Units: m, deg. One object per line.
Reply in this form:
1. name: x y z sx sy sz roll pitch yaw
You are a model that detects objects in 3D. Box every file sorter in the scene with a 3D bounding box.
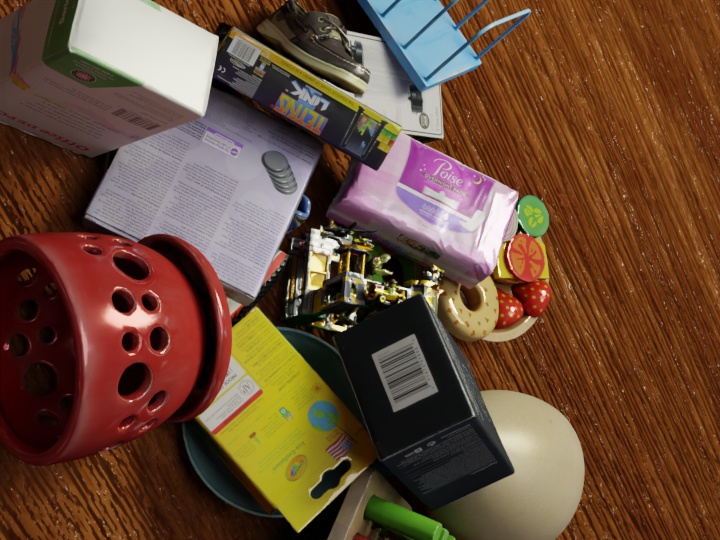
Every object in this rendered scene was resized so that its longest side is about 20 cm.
1. file sorter: 0.088 -0.343 1.480 0.201 0.123 0.139 55 39 3

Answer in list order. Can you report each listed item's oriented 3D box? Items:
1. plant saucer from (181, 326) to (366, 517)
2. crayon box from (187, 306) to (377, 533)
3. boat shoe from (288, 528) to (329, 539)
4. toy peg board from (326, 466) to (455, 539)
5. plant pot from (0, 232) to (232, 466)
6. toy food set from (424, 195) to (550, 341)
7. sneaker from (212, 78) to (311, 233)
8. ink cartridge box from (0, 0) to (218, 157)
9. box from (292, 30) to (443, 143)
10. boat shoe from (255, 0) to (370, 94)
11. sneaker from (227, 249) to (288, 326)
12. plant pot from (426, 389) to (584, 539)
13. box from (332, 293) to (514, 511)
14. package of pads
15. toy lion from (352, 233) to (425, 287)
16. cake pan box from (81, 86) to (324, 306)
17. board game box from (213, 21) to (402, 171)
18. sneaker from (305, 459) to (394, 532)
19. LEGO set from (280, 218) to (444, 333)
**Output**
1. plant saucer: -0.089 0.161 1.305 0.198 0.036 0.201 4 71 -10
2. crayon box: -0.089 0.154 1.261 0.127 0.051 0.200 -39 83 -20
3. boat shoe: -0.056 0.325 1.338 0.199 0.074 0.076 -19 98 -43
4. toy peg board: 0.025 0.336 1.316 0.200 0.097 0.200 -66 158 -16
5. plant pot: -0.230 0.064 1.122 0.182 0.200 0.202 -4 87 -45
6. toy food set: 0.156 -0.013 1.504 0.199 0.049 0.200 0 78 -33
7. sneaker: -0.114 -0.126 1.340 0.075 0.078 0.201 -51 118 -36
8. ink cartridge box: -0.249 -0.183 1.137 0.145 0.199 0.088 23 66 -38
9. box: 0.009 -0.217 1.483 0.199 0.060 0.118 0 85 -44
10. boat shoe: -0.047 -0.249 1.338 0.073 0.200 0.065 27 98 -44
11. sneaker: -0.168 0.025 1.289 0.093 0.070 0.200 43 65 5
12. plant pot: 0.142 0.224 1.436 0.134 0.199 0.202 33 62 -50
13. box: 0.069 0.142 1.297 0.149 0.107 0.200 68 8 31
14. package of pads: 0.071 -0.077 1.414 0.199 0.076 0.121 25 66 -10
15. toy lion: 0.051 -0.040 1.506 0.191 0.068 0.201 38 60 -26
16. cake pan box: -0.161 -0.088 1.251 0.199 0.052 0.185 25 70 -12
17. board game box: -0.068 -0.184 1.295 0.199 0.165 0.057 29 95 -15
18. sneaker: -0.024 0.239 1.376 0.199 0.077 0.112 19 66 -36
19. LEGO set: 0.000 0.000 1.369 0.153 0.200 0.117 10 75 -19
